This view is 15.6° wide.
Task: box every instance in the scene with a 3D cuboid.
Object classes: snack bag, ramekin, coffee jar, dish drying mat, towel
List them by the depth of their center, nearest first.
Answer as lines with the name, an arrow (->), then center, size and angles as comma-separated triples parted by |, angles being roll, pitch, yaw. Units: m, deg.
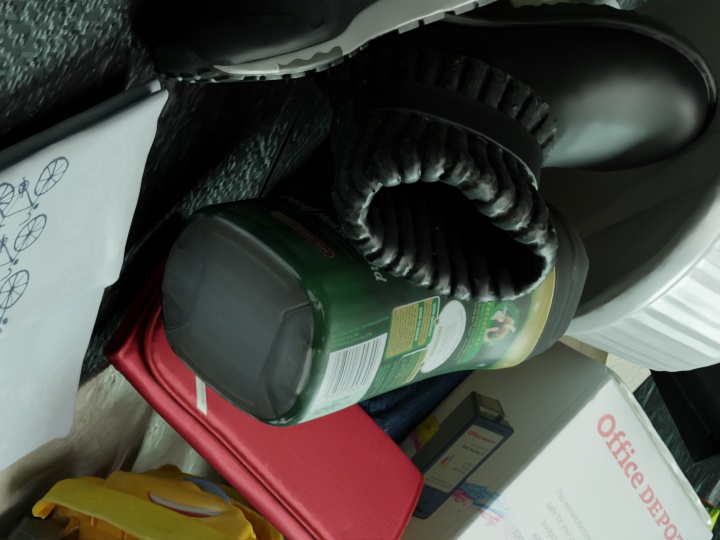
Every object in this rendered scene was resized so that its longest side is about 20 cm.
snack bag -> -0.157, 0.032, 1.063 | 0.189, 0.021, 0.200 | -34, 150, -50
coffee jar -> 0.012, 0.006, 1.217 | 0.200, 0.104, 0.085 | -12, 129, -47
dish drying mat -> -0.040, 0.072, 1.251 | 0.200, 0.018, 0.077 | 47, 59, -33
ramekin -> 0.165, -0.040, 1.340 | 0.202, 0.094, 0.202 | -40, -150, 29
towel -> -0.022, 0.114, 1.443 | 0.112, 0.049, 0.200 | -32, 163, -50

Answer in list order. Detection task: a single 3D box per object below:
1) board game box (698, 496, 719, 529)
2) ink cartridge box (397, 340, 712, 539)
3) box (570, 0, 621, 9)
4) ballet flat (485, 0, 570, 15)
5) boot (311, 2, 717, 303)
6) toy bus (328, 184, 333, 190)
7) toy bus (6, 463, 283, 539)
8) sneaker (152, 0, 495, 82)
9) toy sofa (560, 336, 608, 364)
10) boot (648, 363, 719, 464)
board game box -> 0.108, 0.138, 1.624 | 0.102, 0.200, 0.048 | -41, 155, -42
ink cartridge box -> 0.073, 0.151, 1.394 | 0.200, 0.088, 0.145 | -43, 127, -11
box -> 0.099, -0.125, 1.436 | 0.082, 0.049, 0.200 | -57, 161, -2
ballet flat -> 0.079, -0.123, 1.277 | 0.071, 0.071, 0.200 | -47, 139, -31
boot -> 0.078, -0.053, 1.187 | 0.158, 0.211, 0.079 | -108, -153, -53
toy bus -> 0.000, 0.000, 1.349 | 0.200, 0.065, 0.078 | -48, 158, -29
toy bus -> -0.093, 0.165, 1.291 | 0.192, 0.136, 0.200 | -55, 163, -57
sneaker -> -0.018, -0.139, 1.121 | 0.200, 0.076, 0.088 | -27, 113, -43
toy sofa -> 0.110, 0.047, 1.595 | 0.083, 0.098, 0.200 | -35, -155, 39
boot -> 0.217, 0.007, 1.610 | 0.165, 0.200, 0.066 | -22, 166, -39
